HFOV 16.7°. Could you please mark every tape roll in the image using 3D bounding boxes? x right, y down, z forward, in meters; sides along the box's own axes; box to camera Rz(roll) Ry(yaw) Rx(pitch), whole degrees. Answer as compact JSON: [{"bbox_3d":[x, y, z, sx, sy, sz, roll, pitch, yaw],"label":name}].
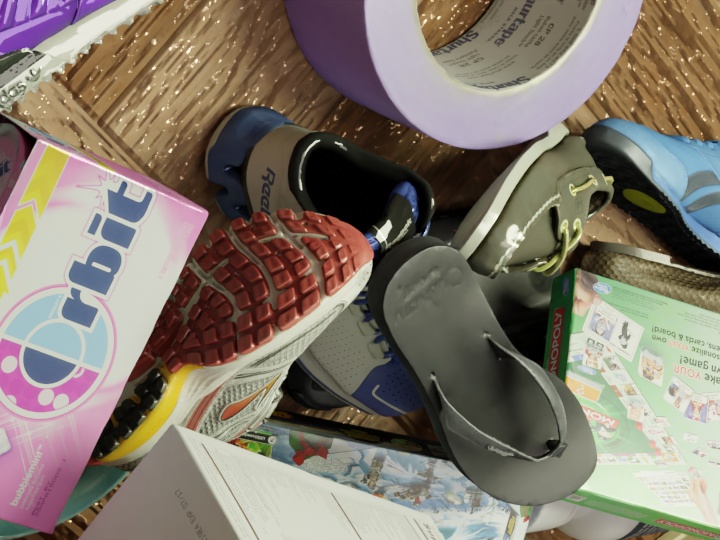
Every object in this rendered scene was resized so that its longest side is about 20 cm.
[{"bbox_3d":[0.061,-0.174,1.371,0.200,0.085,0.200,-15,117,-31],"label":"tape roll"}]

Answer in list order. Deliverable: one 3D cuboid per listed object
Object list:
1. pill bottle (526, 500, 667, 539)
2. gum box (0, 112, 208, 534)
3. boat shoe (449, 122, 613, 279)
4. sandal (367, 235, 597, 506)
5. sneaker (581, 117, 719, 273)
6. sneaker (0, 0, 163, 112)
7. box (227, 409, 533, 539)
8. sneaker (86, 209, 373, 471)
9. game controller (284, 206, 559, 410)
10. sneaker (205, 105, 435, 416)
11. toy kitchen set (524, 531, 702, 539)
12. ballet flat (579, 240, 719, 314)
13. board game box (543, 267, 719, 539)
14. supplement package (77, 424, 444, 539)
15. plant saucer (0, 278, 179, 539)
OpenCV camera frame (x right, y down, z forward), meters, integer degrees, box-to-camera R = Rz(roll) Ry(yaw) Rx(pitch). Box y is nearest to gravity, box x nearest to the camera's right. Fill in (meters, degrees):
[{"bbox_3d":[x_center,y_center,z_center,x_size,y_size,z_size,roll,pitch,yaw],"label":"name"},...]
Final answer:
[{"bbox_3d":[0.168,0.107,1.539,0.200,0.120,0.120,-7,112,-35],"label":"pill bottle"},{"bbox_3d":[-0.178,0.032,1.255,0.113,0.066,0.200,23,94,-41],"label":"gum box"},{"bbox_3d":[0.102,-0.034,1.399,0.072,0.060,0.202,-49,179,23],"label":"boat shoe"},{"bbox_3d":[0.069,0.066,1.333,0.076,0.043,0.200,-46,127,-8],"label":"sandal"},{"bbox_3d":[0.208,-0.060,1.541,0.200,0.066,0.078,34,79,-42],"label":"sneaker"},{"bbox_3d":[-0.162,-0.158,1.223,0.200,0.070,0.100,-42,123,-17],"label":"sneaker"},{"bbox_3d":[-0.008,0.160,1.436,0.200,0.040,0.137,13,101,-14],"label":"box"},{"bbox_3d":[-0.069,0.039,1.308,0.200,0.078,0.082,-37,144,24],"label":"sneaker"},{"bbox_3d":[0.039,0.019,1.469,0.200,0.042,0.104,-11,99,-33],"label":"game controller"},{"bbox_3d":[0.000,-0.001,1.349,0.081,0.115,0.199,-41,113,-22],"label":"sneaker"},{"bbox_3d":[0.177,0.210,1.560,0.200,0.163,0.180,-34,125,-22],"label":"toy kitchen set"},{"bbox_3d":[0.233,0.026,1.541,0.200,0.067,0.046,14,83,-4],"label":"ballet flat"},{"bbox_3d":[0.199,0.090,1.472,0.200,0.029,0.135,17,68,-23],"label":"board game box"},{"bbox_3d":[-0.037,0.177,1.273,0.200,0.114,0.110,25,112,-42],"label":"supplement package"},{"bbox_3d":[-0.185,0.048,1.317,0.200,0.027,0.200,-15,116,-32],"label":"plant saucer"}]
